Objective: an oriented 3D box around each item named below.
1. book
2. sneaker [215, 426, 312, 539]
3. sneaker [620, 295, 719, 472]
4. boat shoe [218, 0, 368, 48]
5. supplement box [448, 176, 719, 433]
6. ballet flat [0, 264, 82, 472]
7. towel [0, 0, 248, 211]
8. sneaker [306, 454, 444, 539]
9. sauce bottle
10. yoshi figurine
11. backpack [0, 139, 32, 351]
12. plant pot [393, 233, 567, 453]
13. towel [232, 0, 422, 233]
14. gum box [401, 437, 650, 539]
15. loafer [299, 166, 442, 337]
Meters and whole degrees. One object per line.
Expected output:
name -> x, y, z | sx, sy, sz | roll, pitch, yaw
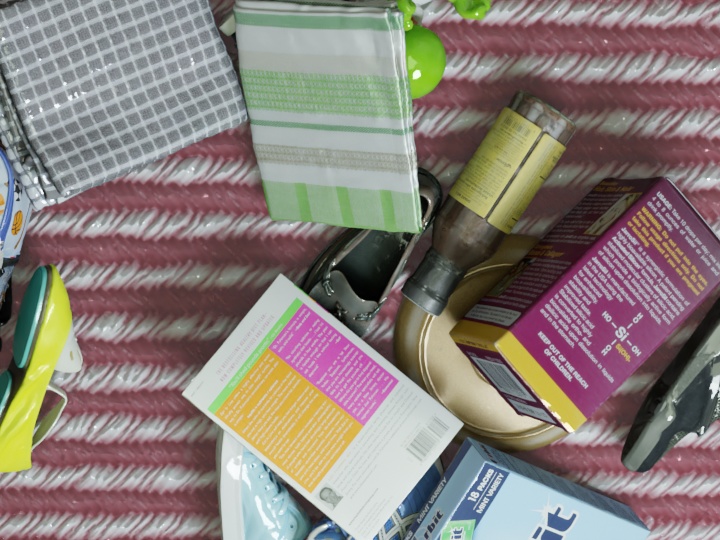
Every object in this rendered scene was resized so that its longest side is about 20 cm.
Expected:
book -> -0.031, 0.116, 1.458 | 0.200, 0.048, 0.134 | 40, 86, 0
sneaker -> -0.085, 0.205, 1.534 | 0.081, 0.074, 0.201 | -5, 112, -7
sneaker -> 0.316, 0.113, 1.505 | 0.114, 0.076, 0.200 | 38, 95, -2
boat shoe -> -0.030, -0.234, 1.404 | 0.200, 0.075, 0.062 | -36, 109, 27
supplement box -> 0.189, 0.024, 1.431 | 0.200, 0.131, 0.103 | -44, 100, -8
ballet flat -> -0.281, 0.089, 1.512 | 0.067, 0.067, 0.201 | 16, 107, -26
towel -> -0.202, -0.159, 1.399 | 0.199, 0.085, 0.166 | -27, 106, -26
sneaker -> 0.005, 0.229, 1.508 | 0.075, 0.077, 0.201 | 29, 80, 25
sauce bottle -> 0.103, -0.055, 1.465 | 0.065, 0.065, 0.200 | 34, 96, -8
yoshi figurine -> 0.056, -0.222, 1.413 | 0.112, 0.112, 0.201 | 25, 105, -12
backpack -> -0.366, -0.047, 1.435 | 0.199, 0.154, 0.191 | 22, 92, -2
plant pot -> 0.128, 0.069, 1.520 | 0.199, 0.027, 0.201 | 0, 104, 0
towel -> -0.023, -0.127, 1.410 | 0.148, 0.031, 0.201 | 8, 124, 25
gum box -> 0.130, 0.256, 1.517 | 0.199, 0.045, 0.170 | 26, 103, -30
loafer -> 0.000, 0.000, 1.484 | 0.072, 0.063, 0.201 | 32, 101, -7
